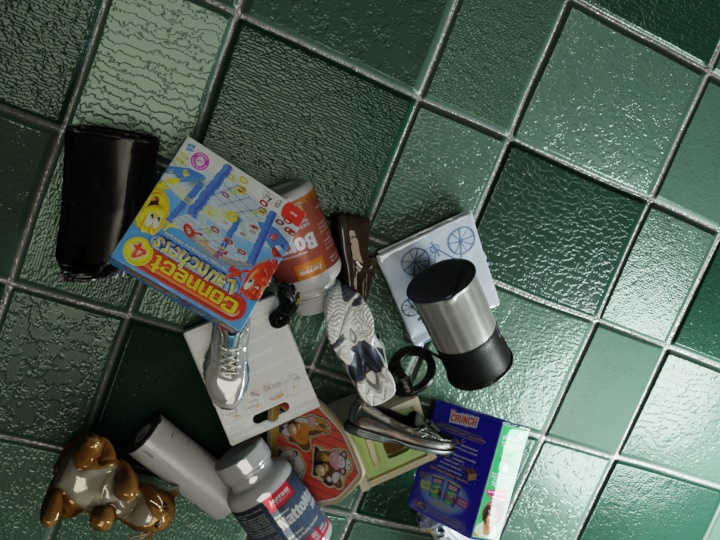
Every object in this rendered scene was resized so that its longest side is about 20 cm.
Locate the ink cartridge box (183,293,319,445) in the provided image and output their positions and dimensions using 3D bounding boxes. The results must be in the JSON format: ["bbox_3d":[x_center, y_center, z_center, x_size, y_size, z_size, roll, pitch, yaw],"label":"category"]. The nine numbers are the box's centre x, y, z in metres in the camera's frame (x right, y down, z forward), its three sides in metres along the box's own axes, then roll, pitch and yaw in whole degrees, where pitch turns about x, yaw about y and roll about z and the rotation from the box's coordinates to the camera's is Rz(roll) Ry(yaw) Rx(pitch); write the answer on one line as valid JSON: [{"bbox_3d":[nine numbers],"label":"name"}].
[{"bbox_3d":[-0.178,0.159,1.193,0.162,0.057,0.200,-23,97,-10],"label":"ink cartridge box"}]

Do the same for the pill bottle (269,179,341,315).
[{"bbox_3d":[-0.097,-0.035,1.156,0.112,0.112,0.200,-24,109,-9],"label":"pill bottle"}]

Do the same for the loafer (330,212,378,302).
[{"bbox_3d":[0.000,0.000,1.212,0.071,0.073,0.200,-10,109,-15],"label":"loafer"}]

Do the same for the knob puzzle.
[{"bbox_3d":[-0.083,0.310,1.218,0.030,0.220,0.220,-17,114,-56],"label":"knob puzzle"}]

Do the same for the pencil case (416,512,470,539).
[{"bbox_3d":[0.195,0.512,1.388,0.083,0.091,0.200,-42,111,-2],"label":"pencil case"}]

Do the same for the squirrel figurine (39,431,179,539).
[{"bbox_3d":[-0.383,0.342,1.141,0.187,0.200,0.142,30,75,-23],"label":"squirrel figurine"}]

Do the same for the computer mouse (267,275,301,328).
[{"bbox_3d":[-0.168,-0.006,1.131,0.044,0.110,0.200,-32,78,-30],"label":"computer mouse"}]

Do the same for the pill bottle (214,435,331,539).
[{"bbox_3d":[-0.146,0.377,1.188,0.120,0.120,0.200,-33,100,-5],"label":"pill bottle"}]

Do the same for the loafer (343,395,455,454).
[{"bbox_3d":[0.073,0.253,1.188,0.200,0.072,0.063,16,90,-20],"label":"loafer"}]

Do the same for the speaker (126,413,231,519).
[{"bbox_3d":[-0.286,0.328,1.213,0.081,0.081,0.200,-45,112,-1],"label":"speaker"}]

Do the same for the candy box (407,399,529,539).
[{"bbox_3d":[0.186,0.345,1.276,0.077,0.169,0.200,20,83,-35],"label":"candy box"}]

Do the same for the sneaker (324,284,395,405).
[{"bbox_3d":[-0.009,0.110,1.178,0.079,0.130,0.199,-30,101,-5],"label":"sneaker"}]

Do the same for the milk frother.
[{"bbox_3d":[0.117,0.102,1.196,0.200,0.180,0.188,-33,116,-11],"label":"milk frother"}]

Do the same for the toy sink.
[{"bbox_3d":[0.012,0.293,1.270,0.200,0.112,0.130,-20,108,-10],"label":"toy sink"}]

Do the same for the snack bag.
[{"bbox_3d":[0.143,0.016,1.284,0.188,0.021,0.200,-26,112,-7],"label":"snack bag"}]

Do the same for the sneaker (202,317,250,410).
[{"bbox_3d":[-0.205,0.118,1.124,0.075,0.087,0.200,2,89,-11],"label":"sneaker"}]

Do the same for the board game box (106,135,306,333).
[{"bbox_3d":[-0.207,-0.046,1.004,0.200,0.056,0.196,32,71,-17],"label":"board game box"}]

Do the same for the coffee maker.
[{"bbox_3d":[-0.353,-0.098,1.026,0.135,0.192,0.200,4,103,-20],"label":"coffee maker"}]
